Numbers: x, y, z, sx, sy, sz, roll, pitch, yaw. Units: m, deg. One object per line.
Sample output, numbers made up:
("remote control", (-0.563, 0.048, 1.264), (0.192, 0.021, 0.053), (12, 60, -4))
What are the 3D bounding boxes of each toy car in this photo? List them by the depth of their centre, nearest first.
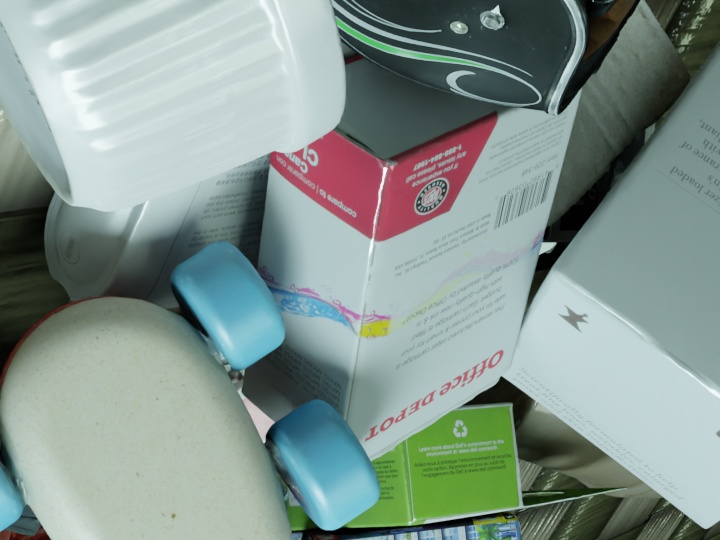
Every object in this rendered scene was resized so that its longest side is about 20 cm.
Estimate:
("toy car", (-0.121, 0.097, 0.906), (0.184, 0.178, 0.200), (-33, -172, -14))

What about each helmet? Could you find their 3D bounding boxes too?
("helmet", (0.045, -0.179, 0.781), (0.201, 0.190, 0.200), (-57, 173, -11))

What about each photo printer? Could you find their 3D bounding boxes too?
("photo printer", (-0.069, -0.067, 0.899), (0.166, 0.069, 0.201), (-13, 139, -48))

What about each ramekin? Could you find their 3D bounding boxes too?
("ramekin", (-0.099, -0.118, 0.655), (0.105, 0.201, 0.201), (-29, 150, -14))

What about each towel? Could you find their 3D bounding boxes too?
("towel", (0.096, -0.134, 0.990), (0.132, 0.034, 0.200), (-44, 120, -9))

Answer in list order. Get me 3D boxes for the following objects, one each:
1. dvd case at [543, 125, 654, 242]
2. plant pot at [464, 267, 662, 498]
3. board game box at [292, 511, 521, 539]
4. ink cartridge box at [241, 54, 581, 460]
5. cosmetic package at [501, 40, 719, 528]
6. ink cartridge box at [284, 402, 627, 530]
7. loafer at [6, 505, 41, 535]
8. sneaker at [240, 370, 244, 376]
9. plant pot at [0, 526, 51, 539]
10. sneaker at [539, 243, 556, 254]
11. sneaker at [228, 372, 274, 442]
("dvd case", (0.152, -0.094, 1.129), (0.200, 0.025, 0.152), (-3, 99, -65))
("plant pot", (0.161, 0.073, 1.330), (0.173, 0.200, 0.201), (5, 126, -36))
("board game box", (0.010, 0.212, 1.259), (0.198, 0.062, 0.200), (-7, 175, -1))
("ink cartridge box", (0.023, -0.015, 0.911), (0.147, 0.085, 0.201), (-26, 141, -39))
("cosmetic package", (0.208, 0.007, 1.009), (0.200, 0.164, 0.165), (-51, 172, -21))
("ink cartridge box", (0.064, 0.133, 1.236), (0.199, 0.076, 0.147), (-3, 174, -37))
("loafer", (-0.219, 0.082, 0.903), (0.073, 0.072, 0.200), (-67, 158, -8))
("sneaker", (0.000, 0.000, 1.045), (0.200, 0.077, 0.085), (-39, 109, -21))
("plant pot", (-0.170, 0.257, 1.082), (0.200, 0.201, 0.196), (-10, 144, -50))
("sneaker", (0.073, -0.051, 1.139), (0.088, 0.077, 0.200), (-31, 148, -3))
("sneaker", (-0.066, 0.067, 1.088), (0.200, 0.075, 0.105), (-29, 153, -30))
